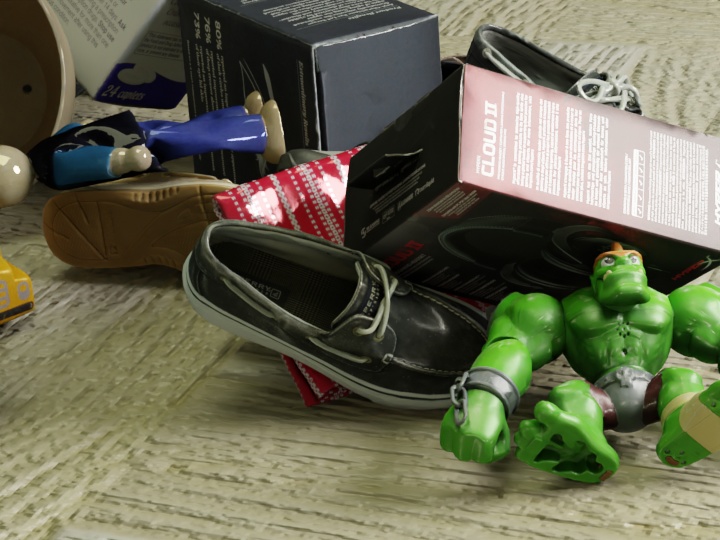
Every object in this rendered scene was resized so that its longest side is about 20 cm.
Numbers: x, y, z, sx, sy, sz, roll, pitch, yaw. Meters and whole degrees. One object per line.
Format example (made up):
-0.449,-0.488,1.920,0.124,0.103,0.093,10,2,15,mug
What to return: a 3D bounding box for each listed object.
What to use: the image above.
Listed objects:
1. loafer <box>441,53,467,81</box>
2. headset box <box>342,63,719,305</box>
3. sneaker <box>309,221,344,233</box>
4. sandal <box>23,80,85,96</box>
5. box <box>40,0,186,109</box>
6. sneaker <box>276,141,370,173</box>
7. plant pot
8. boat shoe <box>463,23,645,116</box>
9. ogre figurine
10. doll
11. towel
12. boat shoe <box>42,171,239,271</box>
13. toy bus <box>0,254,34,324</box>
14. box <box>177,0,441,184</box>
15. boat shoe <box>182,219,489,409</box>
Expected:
0.079,-0.128,1.715,0.073,0.071,0.200,-4,23,1,loafer
0.092,-0.040,1.320,0.199,0.078,0.149,13,-24,-23,headset box
0.000,0.000,1.453,0.199,0.079,0.090,-7,9,-25,sneaker
-0.267,-0.143,1.843,0.048,0.075,0.200,-34,3,36,sandal
-0.165,-0.256,1.733,0.184,0.200,0.105,50,25,25,box
0.037,-0.071,1.527,0.199,0.080,0.074,0,-9,-24,sneaker
-0.291,-0.131,1.681,0.199,0.201,0.134,0,-1,10,plant pot
0.158,-0.108,1.590,0.199,0.068,0.073,34,38,23,boat shoe
0.141,0.055,1.256,0.199,0.098,0.120,-17,40,8,ogre figurine
-0.152,-0.078,1.493,0.199,0.049,0.136,-10,15,-15,doll
0.025,-0.012,1.391,0.199,0.145,0.022,-19,-15,-27,towel
-0.109,-0.036,1.533,0.199,0.074,0.069,7,23,17,boat shoe
-0.291,-0.020,1.524,0.065,0.079,0.200,-20,27,-31,toy bus
-0.035,-0.121,1.626,0.104,0.149,0.200,-17,27,-29,box
-0.006,0.026,1.305,0.199,0.072,0.071,16,-21,-2,boat shoe
